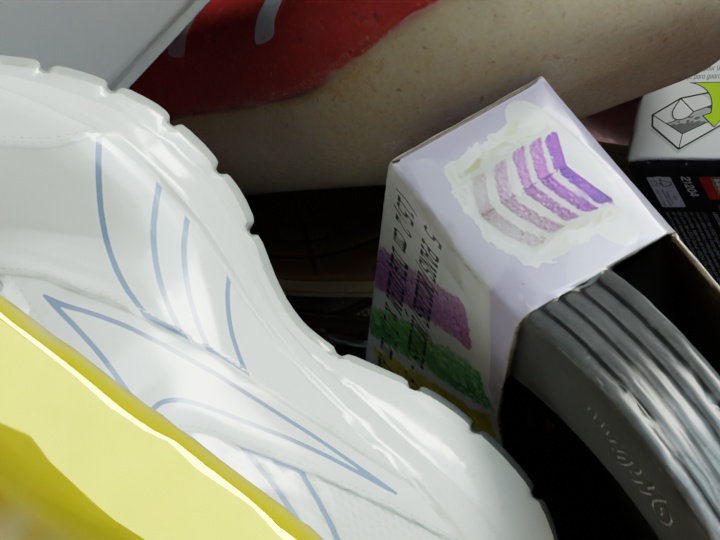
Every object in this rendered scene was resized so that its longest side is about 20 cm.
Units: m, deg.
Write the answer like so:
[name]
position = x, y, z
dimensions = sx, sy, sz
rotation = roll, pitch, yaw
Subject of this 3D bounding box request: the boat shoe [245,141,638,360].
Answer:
[boat shoe]
position = 0.000, 0.000, 0.861
dimensions = 0.199, 0.065, 0.073
rotation = 5, 42, -6

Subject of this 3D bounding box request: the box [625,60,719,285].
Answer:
[box]
position = 0.131, -0.021, 0.874
dimensions = 0.035, 0.200, 0.110
rotation = 1, 59, 25

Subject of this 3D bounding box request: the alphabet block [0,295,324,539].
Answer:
[alphabet block]
position = -0.076, 0.148, 0.466
dimensions = 0.195, 0.200, 0.197
rotation = 36, 60, 3

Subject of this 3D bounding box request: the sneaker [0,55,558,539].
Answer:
[sneaker]
position = -0.047, 0.029, 0.645
dimensions = 0.200, 0.075, 0.087
rotation = 39, 39, 5

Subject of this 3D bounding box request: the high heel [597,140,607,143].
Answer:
[high heel]
position = 0.027, -0.022, 0.941
dimensions = 0.199, 0.096, 0.068
rotation = 13, 54, 4

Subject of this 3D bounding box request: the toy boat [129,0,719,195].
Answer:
[toy boat]
position = 0.012, -0.096, 0.768
dimensions = 0.130, 0.200, 0.131
rotation = -22, 99, -26

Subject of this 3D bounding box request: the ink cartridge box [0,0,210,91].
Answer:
[ink cartridge box]
position = -0.120, -0.147, 0.729
dimensions = 0.147, 0.146, 0.200
rotation = 40, 4, -41

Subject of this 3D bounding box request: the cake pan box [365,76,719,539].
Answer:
[cake pan box]
position = 0.069, 0.076, 0.714
dimensions = 0.052, 0.200, 0.184
rotation = -31, 67, -20
